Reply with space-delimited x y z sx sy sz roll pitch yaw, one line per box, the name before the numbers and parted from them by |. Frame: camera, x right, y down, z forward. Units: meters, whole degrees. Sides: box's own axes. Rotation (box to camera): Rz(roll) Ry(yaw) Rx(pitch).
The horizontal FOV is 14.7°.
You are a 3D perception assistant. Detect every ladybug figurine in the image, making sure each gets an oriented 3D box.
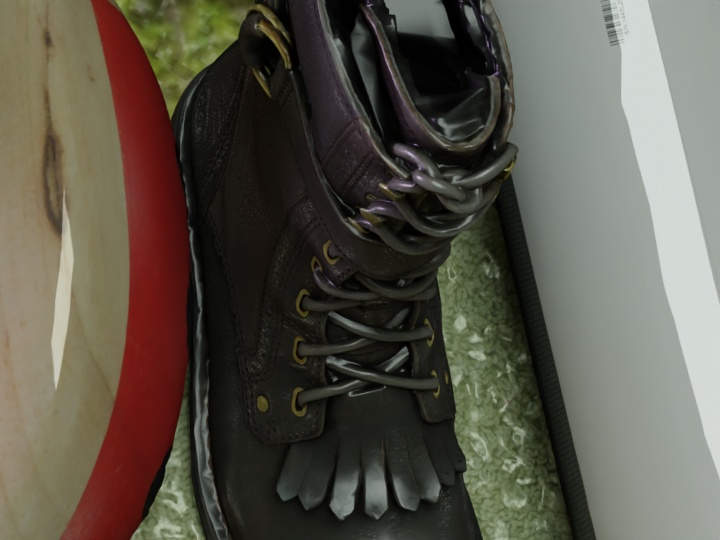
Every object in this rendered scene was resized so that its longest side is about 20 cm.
ladybug figurine | -0.091 0.002 0.707 0.072 0.136 0.200 11 66 -37

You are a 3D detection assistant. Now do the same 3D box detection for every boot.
boot | 0.000 0.000 0.656 0.069 0.174 0.200 -13 77 -17

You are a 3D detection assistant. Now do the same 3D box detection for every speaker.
speaker | 0.084 0.016 0.727 0.081 0.081 0.200 -11 83 -15

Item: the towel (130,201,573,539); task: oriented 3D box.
towel | -0.006 0.066 0.747 0.148 0.036 0.200 8 72 -10
